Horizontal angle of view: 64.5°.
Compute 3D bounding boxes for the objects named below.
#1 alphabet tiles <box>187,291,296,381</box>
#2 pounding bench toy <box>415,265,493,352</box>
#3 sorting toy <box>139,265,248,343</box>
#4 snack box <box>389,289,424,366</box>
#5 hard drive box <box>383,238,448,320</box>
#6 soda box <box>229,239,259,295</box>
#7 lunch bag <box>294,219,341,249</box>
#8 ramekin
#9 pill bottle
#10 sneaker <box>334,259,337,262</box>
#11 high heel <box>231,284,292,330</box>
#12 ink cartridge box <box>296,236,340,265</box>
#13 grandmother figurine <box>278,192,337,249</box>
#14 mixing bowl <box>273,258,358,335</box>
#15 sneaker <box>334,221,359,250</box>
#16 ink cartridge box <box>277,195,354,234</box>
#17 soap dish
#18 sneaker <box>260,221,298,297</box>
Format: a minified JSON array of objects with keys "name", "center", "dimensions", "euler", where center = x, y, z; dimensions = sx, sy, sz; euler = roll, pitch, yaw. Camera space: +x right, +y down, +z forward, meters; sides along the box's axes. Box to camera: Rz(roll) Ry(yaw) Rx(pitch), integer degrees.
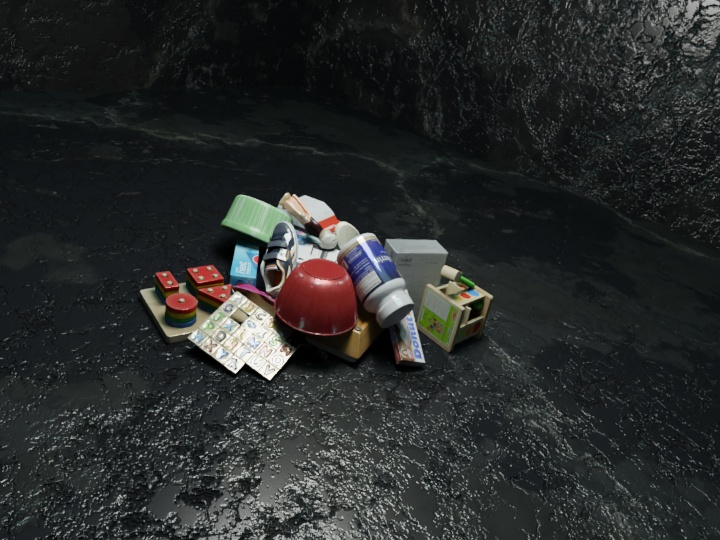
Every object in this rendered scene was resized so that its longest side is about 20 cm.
[{"name":"alphabet tiles","center":[-0.244,0.148,1.233],"dimensions":[0.197,0.008,0.167],"euler":[32,47,11]},{"name":"pounding bench toy","center":[0.254,0.073,1.458],"dimensions":[0.154,0.205,0.123],"euler":[-15,37,-41]},{"name":"sorting toy","center":[-0.385,0.066,1.329],"dimensions":[0.196,0.071,0.198],"euler":[-9,35,-37]},{"name":"snack box","center":[0.100,0.132,1.371],"dimensions":[0.070,0.024,0.204],"euler":[12,50,-31]},{"name":"hard drive box","center":[0.125,0.027,1.487],"dimensions":[0.152,0.205,0.077],"euler":[0,28,-24]},{"name":"soda box","center":[-0.306,-0.006,1.509],"dimensions":[0.066,0.066,0.201],"euler":[7,28,-11]},{"name":"lunch bag","center":[-0.135,-0.106,1.759],"dimensions":[0.156,0.079,0.200],"euler":[17,26,13]},{"name":"ramekin","center":[-0.286,-0.132,1.614],"dimensions":[0.195,0.100,0.200],"euler":[22,-6,2]},{"name":"pill bottle","center":[0.036,0.024,1.335],"dimensions":[0.114,0.116,0.202],"euler":[-13,63,-41]},{"name":"sneaker","center":[0.000,0.000,1.479],"dimensions":[0.088,0.076,0.199],"euler":[47,38,11]},{"name":"high heel","center":[-0.230,0.085,1.341],"dimensions":[0.094,0.069,0.200],"euler":[18,15,-38]},{"name":"ink cartridge box","center":[-0.120,-0.006,1.567],"dimensions":[0.195,0.086,0.145],"euler":[19,28,10]},{"name":"grandmother figurine","center":[-0.142,-0.134,1.592],"dimensions":[0.199,0.061,0.121],"euler":[42,5,12]},{"name":"mixing bowl","center":[-0.090,0.043,1.280],"dimensions":[0.194,0.111,0.201],"euler":[11,26,-5]},{"name":"sneaker","center":[-0.036,-0.081,1.676],"dimensions":[0.111,0.077,0.200],"euler":[35,-8,47]},{"name":"ink cartridge box","center":[-0.131,-0.165,1.730],"dimensions":[0.195,0.059,0.162],"euler":[17,24,22]},{"name":"soap dish","center":[-0.031,0.122,1.370],"dimensions":[0.154,0.083,0.200],"euler":[22,27,17]},{"name":"sneaker","center":[-0.207,-0.032,1.454],"dimensions":[0.077,0.206,0.079],"euler":[-10,-14,29]}]
